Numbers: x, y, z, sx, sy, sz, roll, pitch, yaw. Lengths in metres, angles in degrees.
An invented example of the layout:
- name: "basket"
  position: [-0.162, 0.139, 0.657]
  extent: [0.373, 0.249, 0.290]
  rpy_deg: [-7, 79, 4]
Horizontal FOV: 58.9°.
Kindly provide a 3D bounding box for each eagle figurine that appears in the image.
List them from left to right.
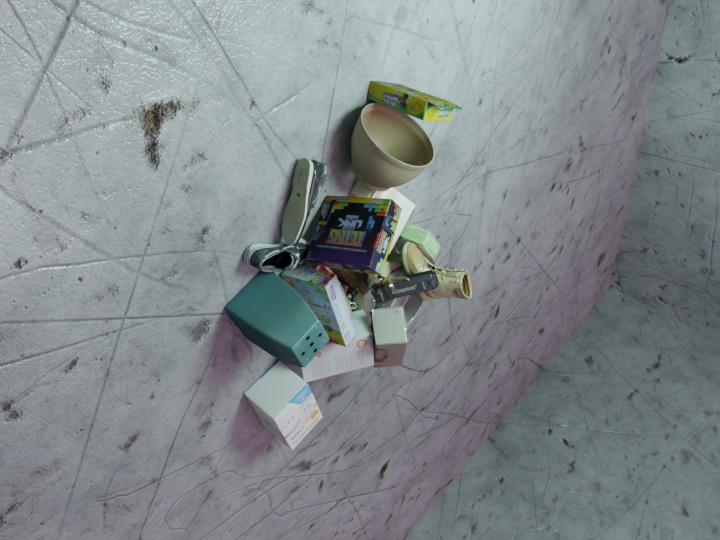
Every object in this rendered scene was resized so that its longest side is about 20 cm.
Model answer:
- name: "eagle figurine"
  position: [-0.001, -0.007, 1.610]
  extent: [0.151, 0.152, 0.199]
  rpy_deg: [-38, 138, 22]

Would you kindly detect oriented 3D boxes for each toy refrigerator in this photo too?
- name: "toy refrigerator"
  position: [0.065, -0.013, 1.803]
  extent: [0.199, 0.076, 0.071]
  rpy_deg: [-1, 117, -52]

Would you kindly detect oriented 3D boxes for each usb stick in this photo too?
- name: "usb stick"
  position: [0.111, 0.044, 1.707]
  extent: [0.033, 0.198, 0.056]
  rpy_deg: [-55, 128, -63]

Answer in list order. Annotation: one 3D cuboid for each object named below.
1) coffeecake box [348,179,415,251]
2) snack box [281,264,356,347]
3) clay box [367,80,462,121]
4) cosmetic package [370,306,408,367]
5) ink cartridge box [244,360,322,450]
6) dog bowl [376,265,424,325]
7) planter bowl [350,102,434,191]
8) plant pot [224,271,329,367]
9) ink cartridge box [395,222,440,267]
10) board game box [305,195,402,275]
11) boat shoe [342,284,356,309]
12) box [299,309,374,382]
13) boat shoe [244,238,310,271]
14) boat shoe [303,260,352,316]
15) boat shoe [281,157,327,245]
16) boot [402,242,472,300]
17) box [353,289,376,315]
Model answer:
- name: "coffeecake box"
  position: [0.041, -0.149, 1.664]
  extent: [0.200, 0.073, 0.155]
  rpy_deg: [26, 93, -57]
- name: "snack box"
  position: [-0.101, 0.085, 1.562]
  extent: [0.053, 0.141, 0.202]
  rpy_deg: [-49, 137, -36]
- name: "clay box"
  position: [0.126, -0.387, 1.473]
  extent: [0.114, 0.199, 0.048]
  rpy_deg: [-12, 126, -48]
- name: "cosmetic package"
  position: [0.073, 0.183, 1.716]
  extent: [0.086, 0.105, 0.201]
  rpy_deg: [-4, 153, -4]
- name: "ink cartridge box"
  position: [-0.198, 0.367, 1.703]
  extent: [0.128, 0.125, 0.201]
  rpy_deg: [-44, 144, -22]
- name: "dog bowl"
  position: [0.116, 0.087, 1.831]
  extent: [0.199, 0.058, 0.202]
  rpy_deg: [-35, 142, -33]
- name: "planter bowl"
  position: [0.056, -0.274, 1.504]
  extent: [0.199, 0.201, 0.135]
  rpy_deg: [-20, 158, -44]
- name: "plant pot"
  position: [-0.179, 0.121, 1.466]
  extent: [0.141, 0.199, 0.142]
  rpy_deg: [-46, 145, -17]
- name: "ink cartridge box"
  position: [0.158, -0.070, 1.816]
  extent: [0.048, 0.145, 0.200]
  rpy_deg: [-60, 148, -10]
- name: "board game box"
  position: [-0.018, -0.085, 1.481]
  extent: [0.057, 0.198, 0.167]
  rpy_deg: [34, 69, -49]
- name: "boat shoe"
  position: [-0.047, 0.079, 1.715]
  extent: [0.073, 0.068, 0.201]
  rpy_deg: [10, 117, -20]
- name: "box"
  position: [-0.071, 0.200, 1.691]
  extent: [0.198, 0.098, 0.125]
  rpy_deg: [-12, 132, -10]
- name: "boat shoe"
  position: [-0.173, -0.031, 1.473]
  extent: [0.199, 0.067, 0.072]
  rpy_deg: [-5, 120, -52]
- name: "boat shoe"
  position: [-0.076, 0.059, 1.607]
  extent: [0.074, 0.069, 0.201]
  rpy_deg: [-38, 116, -12]
- name: "boat shoe"
  position: [-0.125, -0.150, 1.441]
  extent: [0.067, 0.072, 0.202]
  rpy_deg: [-1, 114, -48]
- name: "boot"
  position: [0.208, 0.003, 1.719]
  extent: [0.073, 0.154, 0.201]
  rpy_deg: [-54, 129, -37]
- name: "box"
  position: [0.033, 0.092, 1.846]
  extent: [0.199, 0.070, 0.065]
  rpy_deg: [19, 101, -57]
